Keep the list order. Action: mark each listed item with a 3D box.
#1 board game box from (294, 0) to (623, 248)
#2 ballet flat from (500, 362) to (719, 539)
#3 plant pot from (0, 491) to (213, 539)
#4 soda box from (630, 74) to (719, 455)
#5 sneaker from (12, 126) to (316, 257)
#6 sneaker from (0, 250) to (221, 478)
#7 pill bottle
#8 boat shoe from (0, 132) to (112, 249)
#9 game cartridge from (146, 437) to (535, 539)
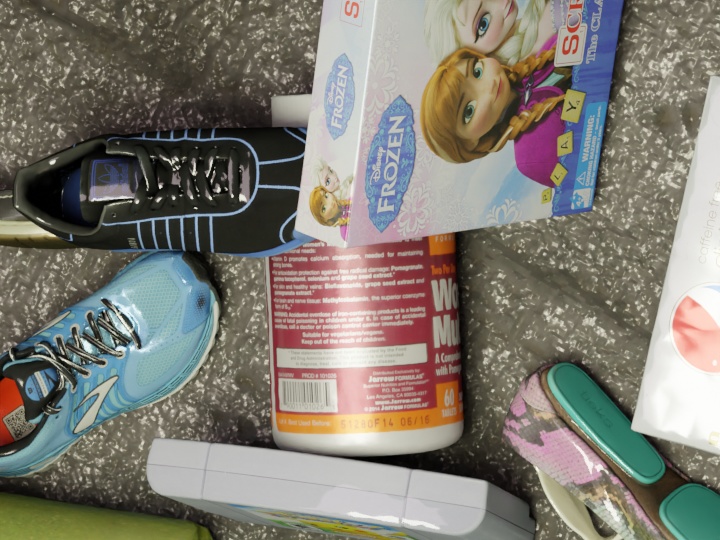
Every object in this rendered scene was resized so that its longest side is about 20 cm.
[{"bbox_3d":[0.060,-0.121,1.473,0.041,0.199,0.200,22,112,41],"label":"board game box"},{"bbox_3d":[0.157,0.136,1.546,0.200,0.069,0.071,43,124,16],"label":"ballet flat"},{"bbox_3d":[-0.180,0.209,1.611,0.184,0.200,0.201,0,93,8],"label":"plant pot"},{"bbox_3d":[0.206,-0.003,1.515,0.068,0.064,0.200,14,97,19],"label":"soda box"},{"bbox_3d":[-0.099,-0.043,1.516,0.200,0.078,0.070,-8,78,34],"label":"sneaker"},{"bbox_3d":[-0.165,0.061,1.635,0.200,0.090,0.078,-41,80,17],"label":"sneaker"},{"bbox_3d":[0.000,0.000,1.563,0.109,0.110,0.201,-1,93,19],"label":"pill bottle"},{"bbox_3d":[-0.144,-0.048,1.635,0.200,0.072,0.066,-2,87,14],"label":"boat shoe"},{"bbox_3d":[-0.013,0.127,1.563,0.200,0.133,0.041,6,76,19],"label":"game cartridge"}]
